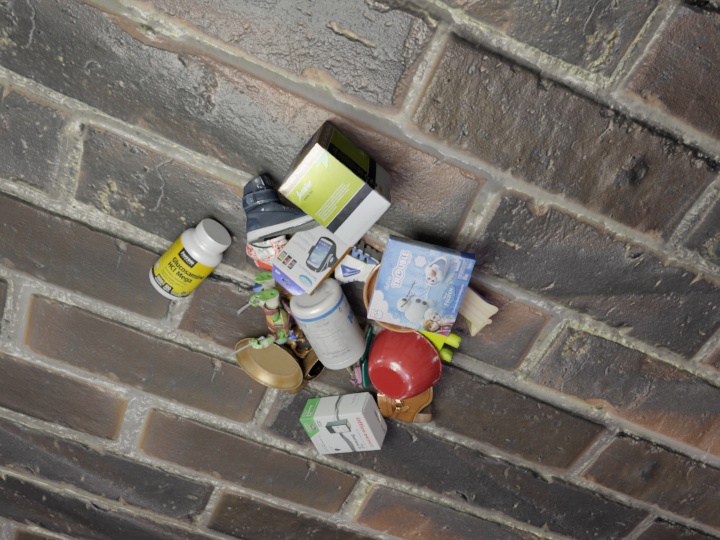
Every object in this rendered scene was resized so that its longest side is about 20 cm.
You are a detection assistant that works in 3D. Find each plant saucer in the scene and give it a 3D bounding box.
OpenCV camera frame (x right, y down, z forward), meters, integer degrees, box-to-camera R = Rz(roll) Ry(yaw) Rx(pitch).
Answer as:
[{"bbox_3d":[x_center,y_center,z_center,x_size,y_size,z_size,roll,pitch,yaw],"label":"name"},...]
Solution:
[{"bbox_3d":[-0.239,0.240,1.487,0.200,0.035,0.201,13,134,14],"label":"plant saucer"},{"bbox_3d":[0.106,0.051,1.311,0.199,0.037,0.201,1,113,2],"label":"plant saucer"}]

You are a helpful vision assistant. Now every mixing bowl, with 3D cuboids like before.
[{"bbox_3d":[0.095,0.253,1.417,0.200,0.108,0.201,16,125,24],"label":"mixing bowl"}]

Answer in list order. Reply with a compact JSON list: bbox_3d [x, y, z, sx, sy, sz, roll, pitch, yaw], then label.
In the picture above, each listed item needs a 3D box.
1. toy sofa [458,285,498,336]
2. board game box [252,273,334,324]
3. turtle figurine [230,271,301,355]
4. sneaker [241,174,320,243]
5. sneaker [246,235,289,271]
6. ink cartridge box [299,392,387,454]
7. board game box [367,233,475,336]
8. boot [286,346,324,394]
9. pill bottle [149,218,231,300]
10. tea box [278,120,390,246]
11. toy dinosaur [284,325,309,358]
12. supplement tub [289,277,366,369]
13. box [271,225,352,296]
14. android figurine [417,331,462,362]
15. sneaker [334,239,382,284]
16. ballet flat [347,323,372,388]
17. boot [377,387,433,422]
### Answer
[{"bbox_3d":[0.240,0.060,1.380,0.200,0.083,0.098,37,109,-16],"label":"toy sofa"},{"bbox_3d":[-0.154,0.062,1.422,0.199,0.034,0.136,-19,116,12],"label":"board game box"},{"bbox_3d":[-0.248,0.109,1.339,0.199,0.144,0.194,15,131,13],"label":"turtle figurine"},{"bbox_3d":[-0.175,-0.153,1.249,0.202,0.077,0.147,-12,83,17],"label":"sneaker"},{"bbox_3d":[-0.180,-0.049,1.328,0.201,0.067,0.108,15,118,14],"label":"sneaker"},{"bbox_3d":[-0.046,0.429,1.562,0.199,0.084,0.146,-13,117,25],"label":"ink cartridge box"},{"bbox_3d":[0.134,0.036,1.261,0.198,0.043,0.201,13,113,-3],"label":"board game box"},{"bbox_3d":[-0.151,0.278,1.516,0.073,0.076,0.200,31,116,-16],"label":"boot"},{"bbox_3d":[-0.406,-0.029,1.341,0.112,0.113,0.200,41,112,-18],"label":"pill bottle"},{"bbox_3d":[-0.048,-0.190,1.192,0.197,0.200,0.134,39,113,-15],"label":"tea box"},{"bbox_3d":[-0.190,0.186,1.490,0.200,0.060,0.106,-31,103,31],"label":"toy dinosaur"},{"bbox_3d":[-0.077,0.128,1.361,0.132,0.132,0.200,-17,125,11],"label":"supplement tub"},{"bbox_3d":[-0.109,-0.037,1.279,0.119,0.041,0.200,40,85,10],"label":"box"},{"bbox_3d":[0.156,0.159,1.430,0.199,0.041,0.182,25,135,11],"label":"android figurine"},{"bbox_3d":[-0.001,0.000,1.367,0.199,0.081,0.115,39,117,-9],"label":"sneaker"},{"bbox_3d":[-0.009,0.229,1.495,0.071,0.069,0.201,12,120,18],"label":"ballet flat"},{"bbox_3d":[0.123,0.339,1.541,0.154,0.074,0.201,4,113,7],"label":"boot"}]
